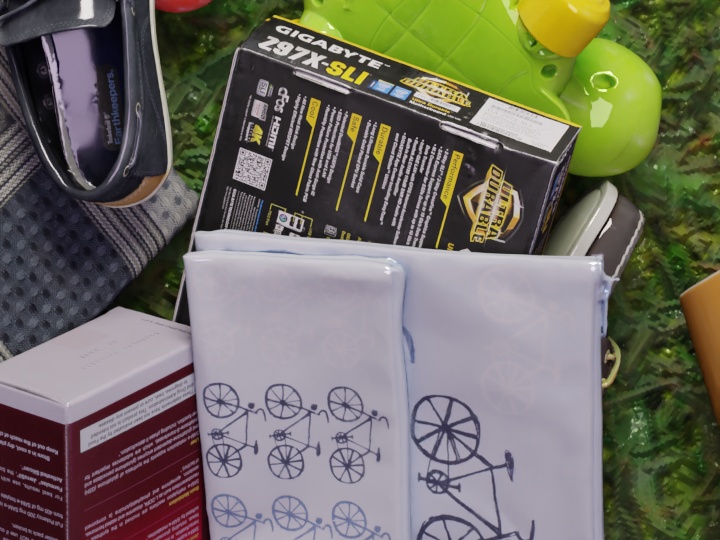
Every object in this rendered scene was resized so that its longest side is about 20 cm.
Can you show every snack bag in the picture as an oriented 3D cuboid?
[{"bbox_3d":[0.020,0.075,1.327,0.200,0.021,0.189,4,115,13],"label":"snack bag"}]

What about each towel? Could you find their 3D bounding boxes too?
[{"bbox_3d":[-0.190,-0.046,1.338,0.193,0.035,0.200,-48,114,-30],"label":"towel"}]

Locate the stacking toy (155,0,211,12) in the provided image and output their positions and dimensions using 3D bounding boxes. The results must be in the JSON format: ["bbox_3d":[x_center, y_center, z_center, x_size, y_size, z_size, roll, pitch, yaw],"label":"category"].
[{"bbox_3d":[-0.115,-0.215,1.350,0.085,0.085,0.200,-25,105,0],"label":"stacking toy"}]

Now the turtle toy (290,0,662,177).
[{"bbox_3d":[0.058,-0.111,1.367,0.200,0.101,0.146,38,121,-10],"label":"turtle toy"}]

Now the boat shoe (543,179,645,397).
[{"bbox_3d":[0.092,0.051,1.416,0.061,0.072,0.201,27,104,-6],"label":"boat shoe"}]

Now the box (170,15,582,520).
[{"bbox_3d":[0.000,0.000,1.343,0.160,0.049,0.200,19,118,10],"label":"box"}]

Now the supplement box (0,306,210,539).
[{"bbox_3d":[-0.125,0.130,1.357,0.061,0.109,0.200,15,114,32],"label":"supplement box"}]

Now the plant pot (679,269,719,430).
[{"bbox_3d":[0.252,0.061,1.381,0.200,0.200,0.183,-29,85,0],"label":"plant pot"}]

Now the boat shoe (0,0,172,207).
[{"bbox_3d":[-0.134,-0.124,1.316,0.075,0.062,0.200,-9,98,19],"label":"boat shoe"}]
